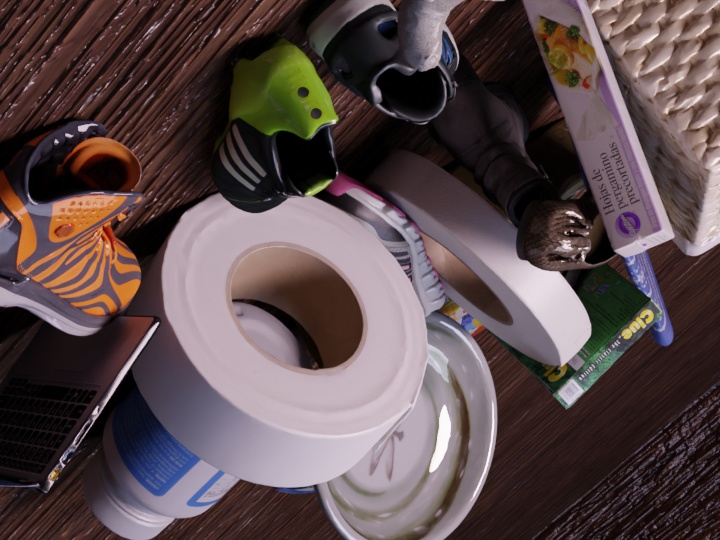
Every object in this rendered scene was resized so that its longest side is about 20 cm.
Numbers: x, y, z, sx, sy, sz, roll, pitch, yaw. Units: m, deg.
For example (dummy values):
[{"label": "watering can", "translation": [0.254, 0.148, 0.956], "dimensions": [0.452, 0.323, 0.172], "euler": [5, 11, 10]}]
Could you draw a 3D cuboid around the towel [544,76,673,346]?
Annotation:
[{"label": "towel", "translation": [0.196, -0.045, 1.697], "dimensions": [0.024, 0.145, 0.200], "euler": [-22, 135, 11]}]

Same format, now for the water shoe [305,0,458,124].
[{"label": "water shoe", "translation": [0.025, -0.122, 1.366], "dimensions": [0.071, 0.079, 0.200], "euler": [-39, 164, 15]}]

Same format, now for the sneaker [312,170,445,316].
[{"label": "sneaker", "translation": [0.000, 0.000, 1.593], "dimensions": [0.088, 0.074, 0.200], "euler": [-48, 149, -10]}]

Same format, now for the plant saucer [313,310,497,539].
[{"label": "plant saucer", "translation": [0.024, 0.128, 1.724], "dimensions": [0.199, 0.202, 0.050], "euler": [-22, -161, -38]}]

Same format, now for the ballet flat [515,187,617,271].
[{"label": "ballet flat", "translation": [0.166, -0.029, 1.508], "dimensions": [0.200, 0.046, 0.068], "euler": [-8, 110, -63]}]

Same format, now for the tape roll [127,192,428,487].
[{"label": "tape roll", "translation": [-0.055, 0.044, 1.458], "dimensions": [0.202, 0.203, 0.071], "euler": [-21, 159, -40]}]

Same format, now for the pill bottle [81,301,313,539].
[{"label": "pill bottle", "translation": [-0.134, 0.125, 1.698], "dimensions": [0.200, 0.113, 0.112], "euler": [-44, 162, 30]}]

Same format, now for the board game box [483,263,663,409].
[{"label": "board game box", "translation": [0.155, 0.030, 1.684], "dimensions": [0.105, 0.023, 0.200], "euler": [-42, -154, 0]}]

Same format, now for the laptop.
[{"label": "laptop", "translation": [-0.254, 0.077, 1.339], "dimensions": [0.201, 0.116, 0.187], "euler": [-56, -156, -17]}]

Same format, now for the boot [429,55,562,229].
[{"label": "boot", "translation": [0.107, -0.074, 1.580], "dimensions": [0.070, 0.132, 0.200], "euler": [-39, 164, 13]}]

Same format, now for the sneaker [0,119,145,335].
[{"label": "sneaker", "translation": [-0.161, -0.025, 1.270], "dimensions": [0.112, 0.078, 0.200], "euler": [-38, 164, 15]}]

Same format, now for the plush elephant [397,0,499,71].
[{"label": "plush elephant", "translation": [0.032, -0.179, 1.072], "dimensions": [0.164, 0.155, 0.200], "euler": [-15, 155, -51]}]

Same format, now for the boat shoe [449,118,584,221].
[{"label": "boat shoe", "translation": [0.131, -0.068, 1.767], "dimensions": [0.200, 0.073, 0.063], "euler": [-31, 161, -42]}]

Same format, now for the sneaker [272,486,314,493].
[{"label": "sneaker", "translation": [0.001, 0.143, 1.812], "dimensions": [0.199, 0.079, 0.089], "euler": [-23, 160, -33]}]

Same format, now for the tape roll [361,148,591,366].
[{"label": "tape roll", "translation": [0.085, -0.008, 1.593], "dimensions": [0.037, 0.203, 0.203], "euler": [-47, 166, -9]}]

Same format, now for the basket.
[{"label": "basket", "translation": [0.264, -0.156, 1.559], "dimensions": [0.199, 0.199, 0.161], "euler": [-33, 160, -6]}]

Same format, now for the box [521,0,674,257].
[{"label": "box", "translation": [0.159, -0.109, 1.462], "dimensions": [0.038, 0.201, 0.041], "euler": [-22, 168, 17]}]

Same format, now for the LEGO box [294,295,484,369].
[{"label": "LEGO box", "translation": [0.025, 0.034, 1.827], "dimensions": [0.148, 0.077, 0.200], "euler": [-34, 164, -4]}]

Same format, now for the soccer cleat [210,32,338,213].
[{"label": "soccer cleat", "translation": [-0.051, -0.071, 1.354], "dimensions": [0.067, 0.081, 0.200], "euler": [-30, 164, -16]}]
